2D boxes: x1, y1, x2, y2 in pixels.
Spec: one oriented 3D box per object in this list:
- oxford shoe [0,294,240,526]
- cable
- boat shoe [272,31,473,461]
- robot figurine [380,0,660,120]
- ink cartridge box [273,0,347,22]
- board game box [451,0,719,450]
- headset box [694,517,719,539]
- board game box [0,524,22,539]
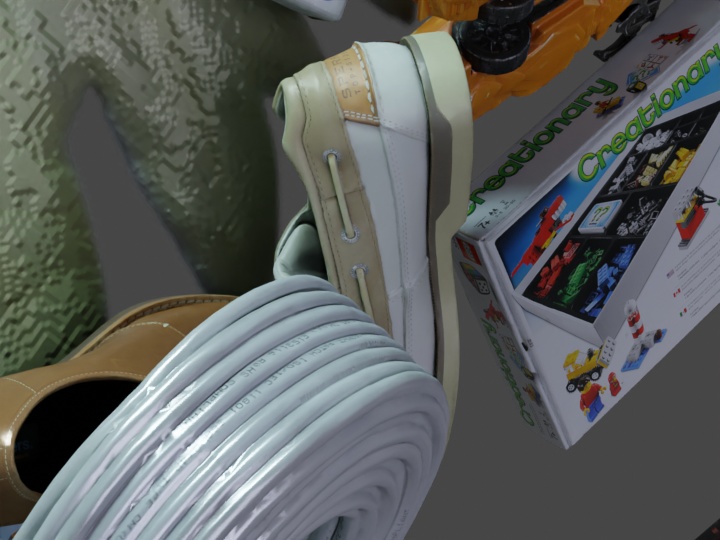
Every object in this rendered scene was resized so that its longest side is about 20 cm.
[{"bbox_3d":[-0.076,0.052,0.739,0.200,0.071,0.072,-21,101,-52],"label":"oxford shoe"},{"bbox_3d":[-0.050,0.098,0.689,0.200,0.069,0.200,-43,159,-25],"label":"cable"},{"bbox_3d":[0.000,0.000,0.786,0.068,0.075,0.201,-8,126,-11],"label":"boat shoe"},{"bbox_3d":[0.085,-0.138,0.816,0.200,0.058,0.145,-36,153,-26],"label":"robot figurine"},{"bbox_3d":[-0.059,-0.220,0.748,0.199,0.047,0.198,22,88,-30],"label":"ink cartridge box"},{"bbox_3d":[0.129,-0.034,0.880,0.200,0.035,0.127,-41,131,-19],"label":"board game box"},{"bbox_3d":[0.198,0.193,0.952,0.200,0.075,0.149,-35,114,-22],"label":"headset box"},{"bbox_3d":[-0.183,0.165,0.736,0.200,0.041,0.200,-32,113,-24],"label":"board game box"}]
